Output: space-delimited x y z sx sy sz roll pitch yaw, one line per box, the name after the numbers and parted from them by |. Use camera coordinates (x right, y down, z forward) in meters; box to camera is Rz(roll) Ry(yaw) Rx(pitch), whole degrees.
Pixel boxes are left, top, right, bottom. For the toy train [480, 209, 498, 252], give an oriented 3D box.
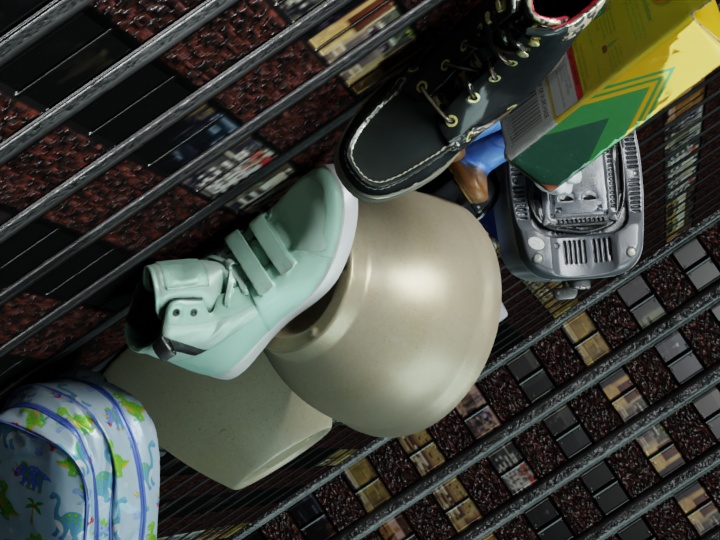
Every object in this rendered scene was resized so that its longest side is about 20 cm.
0.157 -0.078 1.905 0.116 0.085 0.200 -44 174 -17 | toy train

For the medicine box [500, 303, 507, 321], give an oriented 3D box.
0.009 0.063 1.914 0.200 0.103 0.182 -29 180 -26 | medicine box

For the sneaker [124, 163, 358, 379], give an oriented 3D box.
-0.090 -0.002 1.449 0.118 0.074 0.201 13 122 -48 | sneaker

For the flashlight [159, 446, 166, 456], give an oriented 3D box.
-0.232 0.142 1.741 0.068 0.068 0.200 -1 176 18 | flashlight

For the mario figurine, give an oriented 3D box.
0.156 -0.127 1.539 0.200 0.106 0.123 -33 169 5 | mario figurine

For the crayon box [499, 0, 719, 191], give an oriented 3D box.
0.184 -0.161 1.391 0.051 0.127 0.200 34 122 -31 | crayon box

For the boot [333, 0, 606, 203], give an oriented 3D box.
0.074 -0.135 1.295 0.203 0.074 0.154 -38 175 -18 | boot

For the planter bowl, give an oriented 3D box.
-0.009 0.021 1.547 0.200 0.201 0.135 -38 144 28 | planter bowl

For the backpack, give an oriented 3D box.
-0.233 0.179 1.568 0.154 0.163 0.200 4 108 -57 | backpack

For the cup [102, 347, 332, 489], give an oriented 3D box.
-0.104 0.104 1.718 0.200 0.143 0.200 -33 170 -6 | cup

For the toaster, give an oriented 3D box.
0.168 -0.078 1.664 0.113 0.201 0.129 -5 173 -7 | toaster

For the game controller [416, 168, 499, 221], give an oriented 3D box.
0.032 -0.032 1.680 0.200 0.042 0.104 -37 -157 16 | game controller
